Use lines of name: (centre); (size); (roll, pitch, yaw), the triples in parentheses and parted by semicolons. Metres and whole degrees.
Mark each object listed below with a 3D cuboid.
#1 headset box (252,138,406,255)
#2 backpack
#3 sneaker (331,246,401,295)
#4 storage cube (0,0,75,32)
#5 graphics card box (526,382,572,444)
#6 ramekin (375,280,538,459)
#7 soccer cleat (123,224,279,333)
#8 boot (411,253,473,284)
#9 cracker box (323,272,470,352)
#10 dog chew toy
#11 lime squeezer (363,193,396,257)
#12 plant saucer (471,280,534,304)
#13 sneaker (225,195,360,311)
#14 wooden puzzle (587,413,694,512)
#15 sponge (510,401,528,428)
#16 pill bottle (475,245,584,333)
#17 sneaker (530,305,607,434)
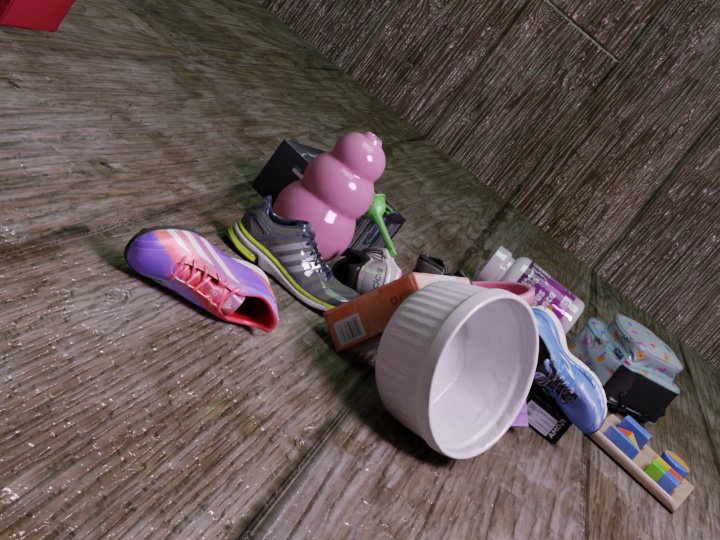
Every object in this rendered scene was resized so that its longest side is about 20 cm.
headset box: (-0.050, -0.110, 1.857); (0.174, 0.093, 0.200); (44, 15, 21)
backpack: (0.495, 0.172, 2.219); (0.175, 0.154, 0.200); (21, 14, -34)
sneaker: (0.000, 0.000, 1.670); (0.087, 0.074, 0.200); (17, 9, -12)
storage cube: (-0.503, -0.476, 1.713); (0.171, 0.180, 0.200); (39, 15, 5)
graphics card box: (0.231, 0.166, 1.773); (0.199, 0.051, 0.126); (37, 14, -1)
ramekin: (0.107, 0.107, 1.362); (0.105, 0.202, 0.200); (21, 1, 40)
soccer cleat: (-0.164, 0.011, 1.257); (0.199, 0.068, 0.073); (27, 21, -45)
boot: (0.125, 0.078, 1.623); (0.200, 0.131, 0.068); (42, 15, 14)
cracker box: (0.058, 0.056, 1.505); (0.200, 0.133, 0.058); (4, 63, -65)
dog chew toy: (-0.038, -0.110, 1.667); (0.124, 0.200, 0.125); (35, 14, -11)
lime squeezer: (0.032, -0.086, 1.734); (0.071, 0.038, 0.200); (40, 15, -14)
plant saucer: (0.167, 0.057, 1.782); (0.199, 0.051, 0.201); (-5, 9, 1)
sneaker: (-0.076, -0.017, 1.525); (0.199, 0.081, 0.074); (36, 14, -9)
wooden puzzle: (0.472, 0.306, 1.940); (0.185, 0.046, 0.200); (43, 14, 18)
sponge: (0.174, 0.154, 1.577); (0.200, 0.030, 0.113); (14, 72, -59)
pill bottle: (0.322, 0.046, 2.251); (0.200, 0.113, 0.112); (38, 14, 4)
sneaker: (0.277, 0.152, 1.686); (0.089, 0.078, 0.201); (-24, 77, -49)
